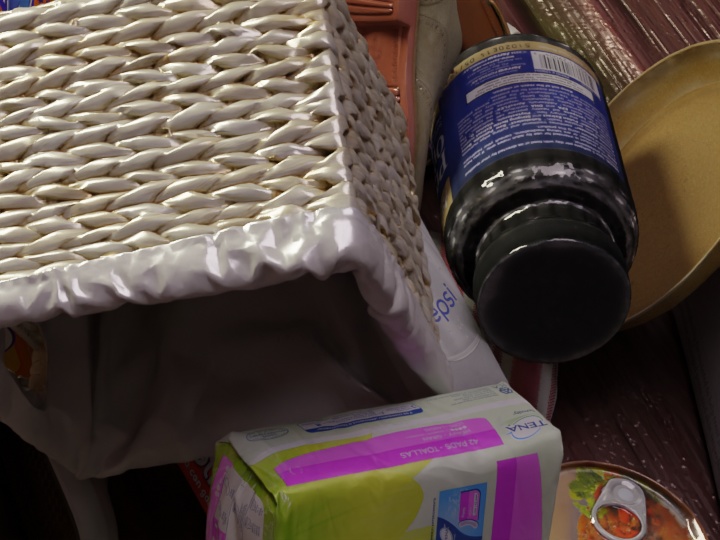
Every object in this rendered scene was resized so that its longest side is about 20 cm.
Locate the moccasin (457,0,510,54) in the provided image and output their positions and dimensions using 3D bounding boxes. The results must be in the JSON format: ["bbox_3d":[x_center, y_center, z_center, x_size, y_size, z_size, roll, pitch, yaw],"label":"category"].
[{"bbox_3d":[0.083,-0.129,1.323,0.078,0.202,0.074,-40,20,-23],"label":"moccasin"}]

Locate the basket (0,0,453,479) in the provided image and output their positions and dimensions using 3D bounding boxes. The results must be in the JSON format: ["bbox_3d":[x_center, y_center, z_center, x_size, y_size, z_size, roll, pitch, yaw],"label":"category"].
[{"bbox_3d":[-0.073,-0.020,0.935,0.199,0.198,0.162,-10,65,11],"label":"basket"}]

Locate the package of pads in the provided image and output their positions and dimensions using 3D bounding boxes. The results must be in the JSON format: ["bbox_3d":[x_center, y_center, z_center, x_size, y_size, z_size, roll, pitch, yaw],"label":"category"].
[{"bbox_3d":[0.003,0.159,0.939,0.154,0.201,0.068,-9,28,-27],"label":"package of pads"}]

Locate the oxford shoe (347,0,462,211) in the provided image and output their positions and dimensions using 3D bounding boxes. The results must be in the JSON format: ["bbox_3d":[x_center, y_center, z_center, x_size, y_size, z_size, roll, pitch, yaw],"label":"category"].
[{"bbox_3d":[0.030,-0.105,1.201,0.074,0.201,0.071,-9,20,-42],"label":"oxford shoe"}]

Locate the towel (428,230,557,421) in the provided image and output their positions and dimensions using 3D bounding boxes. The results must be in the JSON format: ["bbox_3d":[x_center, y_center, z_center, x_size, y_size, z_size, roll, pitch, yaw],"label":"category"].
[{"bbox_3d":[0.023,0.026,1.238,0.199,0.030,0.147,18,40,-4],"label":"towel"}]

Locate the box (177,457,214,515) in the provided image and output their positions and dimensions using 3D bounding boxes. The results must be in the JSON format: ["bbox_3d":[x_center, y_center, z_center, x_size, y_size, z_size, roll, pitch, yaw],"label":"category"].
[{"bbox_3d":[-0.030,0.076,1.068,0.102,0.095,0.200,-2,50,-46],"label":"box"}]

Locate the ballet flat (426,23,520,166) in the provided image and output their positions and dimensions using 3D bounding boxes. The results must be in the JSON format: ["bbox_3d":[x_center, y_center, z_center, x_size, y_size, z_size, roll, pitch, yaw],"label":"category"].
[{"bbox_3d":[0.073,-0.128,1.394,0.069,0.071,0.200,32,41,25],"label":"ballet flat"}]

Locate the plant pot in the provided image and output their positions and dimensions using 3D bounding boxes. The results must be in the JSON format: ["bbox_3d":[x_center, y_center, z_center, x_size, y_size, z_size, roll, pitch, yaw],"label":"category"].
[{"bbox_3d":[0.177,-0.045,1.226,0.027,0.200,0.201,33,34,-24],"label":"plant pot"}]

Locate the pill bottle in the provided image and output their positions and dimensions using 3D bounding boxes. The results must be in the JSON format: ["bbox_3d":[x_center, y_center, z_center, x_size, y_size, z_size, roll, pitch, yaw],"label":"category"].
[{"bbox_3d":[0.100,-0.042,1.196,0.111,0.112,0.201,9,35,-10],"label":"pill bottle"}]

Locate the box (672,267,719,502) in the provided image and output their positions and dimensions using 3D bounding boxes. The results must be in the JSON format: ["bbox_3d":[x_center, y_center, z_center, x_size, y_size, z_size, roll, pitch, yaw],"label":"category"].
[{"bbox_3d":[0.286,0.022,1.200,0.130,0.201,0.200,9,41,-12],"label":"box"}]

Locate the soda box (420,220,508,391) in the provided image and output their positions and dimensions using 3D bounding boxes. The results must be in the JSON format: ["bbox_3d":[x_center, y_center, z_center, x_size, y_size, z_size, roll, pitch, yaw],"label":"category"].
[{"bbox_3d":[0.000,0.000,1.147,0.063,0.068,0.201,-6,64,-50],"label":"soda box"}]

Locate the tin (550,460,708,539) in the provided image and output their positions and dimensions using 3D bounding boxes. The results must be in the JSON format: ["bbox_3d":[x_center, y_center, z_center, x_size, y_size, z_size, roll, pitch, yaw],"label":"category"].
[{"bbox_3d":[0.121,0.181,1.086,0.111,0.042,0.200,23,40,0],"label":"tin"}]

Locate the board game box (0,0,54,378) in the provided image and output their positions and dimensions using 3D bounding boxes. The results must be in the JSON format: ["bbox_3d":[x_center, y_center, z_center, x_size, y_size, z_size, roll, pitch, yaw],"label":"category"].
[{"bbox_3d":[-0.266,-0.074,1.065,0.199,0.201,0.200,-5,39,7],"label":"board game box"}]

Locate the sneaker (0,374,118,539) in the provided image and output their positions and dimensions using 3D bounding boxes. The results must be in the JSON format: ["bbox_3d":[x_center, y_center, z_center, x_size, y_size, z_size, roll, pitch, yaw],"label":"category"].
[{"bbox_3d":[-0.144,0.073,1.083,0.084,0.073,0.200,-6,44,-23],"label":"sneaker"}]
